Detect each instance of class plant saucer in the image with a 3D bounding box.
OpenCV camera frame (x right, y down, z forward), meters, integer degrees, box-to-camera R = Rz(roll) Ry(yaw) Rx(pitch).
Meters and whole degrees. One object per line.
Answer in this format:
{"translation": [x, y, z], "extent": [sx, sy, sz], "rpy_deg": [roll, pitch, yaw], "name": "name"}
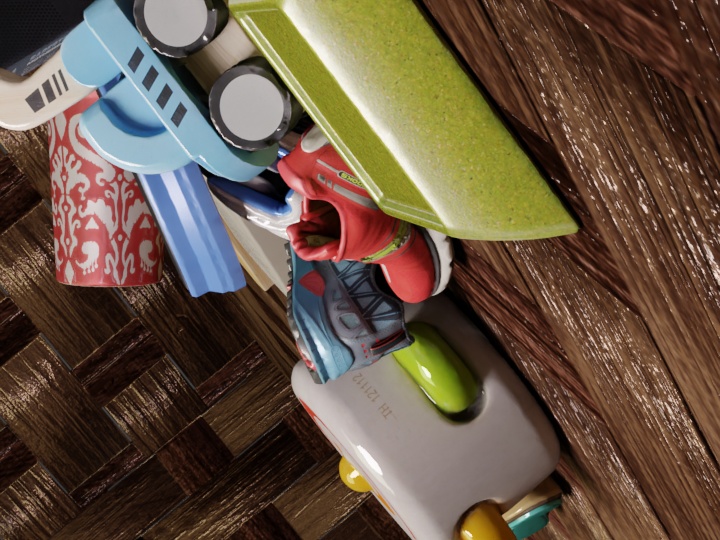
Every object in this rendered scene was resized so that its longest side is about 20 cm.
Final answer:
{"translation": [0.005, -0.091, 0.987], "extent": [0.200, 0.048, 0.200], "rpy_deg": [53, 174, -13], "name": "plant saucer"}

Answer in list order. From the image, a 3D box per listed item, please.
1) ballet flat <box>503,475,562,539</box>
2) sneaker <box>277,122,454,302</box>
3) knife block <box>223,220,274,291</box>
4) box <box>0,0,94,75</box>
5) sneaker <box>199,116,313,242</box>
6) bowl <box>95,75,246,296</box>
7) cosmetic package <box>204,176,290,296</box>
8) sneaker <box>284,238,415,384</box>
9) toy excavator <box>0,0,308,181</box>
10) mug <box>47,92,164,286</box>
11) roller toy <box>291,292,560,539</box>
{"translation": [0.126, 0.186, 1.651], "extent": [0.200, 0.068, 0.063], "rpy_deg": [84, 160, -77], "name": "ballet flat"}
{"translation": [-0.004, -0.033, 1.209], "extent": [0.077, 0.085, 0.200], "rpy_deg": [48, 173, 33], "name": "sneaker"}
{"translation": [-0.128, -0.079, 1.927], "extent": [0.200, 0.064, 0.176], "rpy_deg": [51, 175, -1], "name": "knife block"}
{"translation": [-0.223, -0.209, 1.239], "extent": [0.158, 0.200, 0.051], "rpy_deg": [52, 149, 1], "name": "box"}
{"translation": [-0.075, -0.084, 1.321], "extent": [0.200, 0.081, 0.146], "rpy_deg": [39, -175, 25], "name": "sneaker"}
{"translation": [-0.134, -0.074, 1.323], "extent": [0.201, 0.039, 0.201], "rpy_deg": [155, 90, -85], "name": "bowl"}
{"translation": [-0.083, -0.068, 1.628], "extent": [0.105, 0.071, 0.200], "rpy_deg": [48, 173, 31], "name": "cosmetic package"}
{"translation": [0.000, 0.000, 1.402], "extent": [0.200, 0.095, 0.079], "rpy_deg": [-96, -11, -48], "name": "sneaker"}
{"translation": [-0.145, -0.109, 1.118], "extent": [0.195, 0.200, 0.100], "rpy_deg": [51, -159, -6], "name": "toy excavator"}
{"translation": [-0.233, -0.089, 2.013], "extent": [0.133, 0.177, 0.201], "rpy_deg": [-166, 76, -66], "name": "mug"}
{"translation": [0.044, 0.113, 1.457], "extent": [0.200, 0.140, 0.182], "rpy_deg": [53, 174, -27], "name": "roller toy"}
